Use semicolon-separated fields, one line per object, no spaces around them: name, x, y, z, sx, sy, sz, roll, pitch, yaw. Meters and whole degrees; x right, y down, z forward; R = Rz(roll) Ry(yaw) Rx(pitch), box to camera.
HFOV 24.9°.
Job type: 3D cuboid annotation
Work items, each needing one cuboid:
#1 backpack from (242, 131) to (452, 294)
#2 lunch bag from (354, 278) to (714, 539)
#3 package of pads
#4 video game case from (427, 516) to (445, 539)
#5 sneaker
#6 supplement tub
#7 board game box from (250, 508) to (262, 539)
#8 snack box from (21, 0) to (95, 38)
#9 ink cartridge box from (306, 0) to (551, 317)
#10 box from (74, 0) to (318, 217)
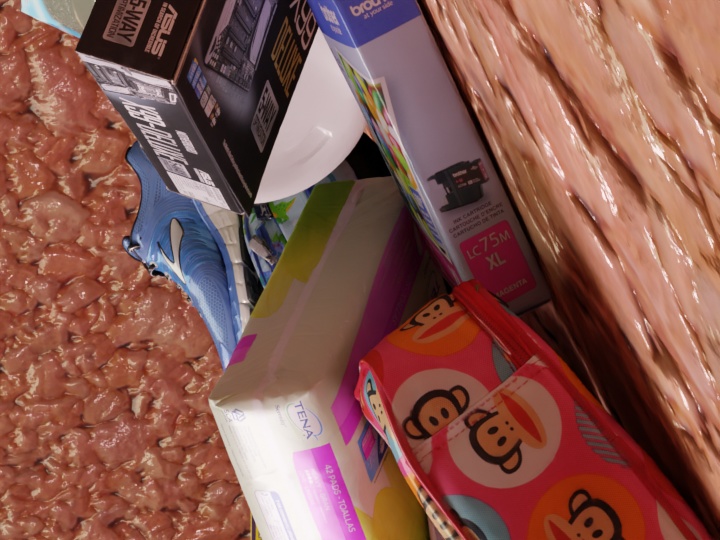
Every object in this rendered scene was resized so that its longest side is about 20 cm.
backpack;0.000;0.000;1.086;0.200;0.154;0.163;42;172;46
lunch bag;0.078;0.108;0.687;0.200;0.082;0.176;53;173;10
package of pads;0.001;0.066;0.828;0.200;0.068;0.155;-66;-37;-53
video game case;0.068;0.148;0.852;0.143;0.017;0.202;3;-100;-68
sneaker;-0.110;-0.010;1.134;0.078;0.089;0.201;16;-126;-69
supplement tub;-0.084;-0.150;1.046;0.146;0.144;0.200;65;178;-38
board game box;0.017;0.164;0.961;0.057;0.164;0.202;25;-119;-58
snack box;-0.120;-0.201;0.839;0.116;0.037;0.201;25;136;16
ink cartridge box;0.021;-0.079;0.764;0.119;0.042;0.201;-124;10;-74
box;-0.064;-0.131;0.784;0.049;0.159;0.200;18;167;9
